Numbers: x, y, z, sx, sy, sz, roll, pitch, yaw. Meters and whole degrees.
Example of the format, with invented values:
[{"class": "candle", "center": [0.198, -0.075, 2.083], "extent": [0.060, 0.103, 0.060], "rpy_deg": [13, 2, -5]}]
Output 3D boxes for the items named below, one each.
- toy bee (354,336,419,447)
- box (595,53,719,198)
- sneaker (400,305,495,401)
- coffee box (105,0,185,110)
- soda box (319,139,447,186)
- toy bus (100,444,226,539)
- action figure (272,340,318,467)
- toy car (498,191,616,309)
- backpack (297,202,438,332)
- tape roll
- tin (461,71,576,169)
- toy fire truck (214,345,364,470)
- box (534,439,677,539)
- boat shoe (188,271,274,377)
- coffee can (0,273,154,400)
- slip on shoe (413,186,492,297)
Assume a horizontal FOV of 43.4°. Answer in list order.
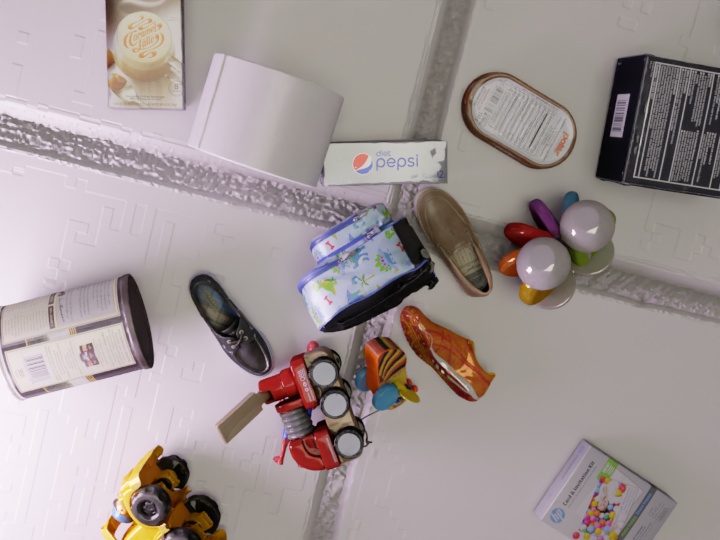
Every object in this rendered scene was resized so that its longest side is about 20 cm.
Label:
[{"class": "toy bee", "center": [0.044, 0.179, 1.465], "extent": [0.108, 0.200, 0.131], "rpy_deg": [-18, 64, -31]}, {"class": "box", "center": [0.504, -0.226, 1.445], "extent": [0.196, 0.123, 0.202], "rpy_deg": [8, 99, -8]}, {"class": "sneaker", "center": [0.140, 0.126, 1.488], "extent": [0.200, 0.073, 0.077], "rpy_deg": [48, 68, -15]}, {"class": "coffee box", "center": [-0.317, -0.340, 1.340], "extent": [0.113, 0.080, 0.202], "rpy_deg": [-1, 99, -8]}, {"class": "soda box", "center": [0.035, -0.170, 1.421], "extent": [0.198, 0.063, 0.069], "rpy_deg": [-3, 100, -7]}, {"class": "toy bus", "center": [-0.339, 0.409, 1.436], "extent": [0.191, 0.136, 0.201], "rpy_deg": [-30, 99, 14]}, {"class": "action figure", "center": [-0.096, 0.213, 1.469], "extent": [0.065, 0.052, 0.202], "rpy_deg": [13, 92, -15]}, {"class": "toy car", "center": [0.308, -0.045, 1.445], "extent": [0.200, 0.175, 0.150], "rpy_deg": [-40, 65, 0]}, {"class": "backpack", "center": [0.000, 0.000, 1.388], "extent": [0.199, 0.183, 0.148], "rpy_deg": [-32, 78, 2]}, {"class": "tape roll", "center": [-0.138, -0.217, 1.321], "extent": [0.201, 0.203, 0.140], "rpy_deg": [17, 97, -10]}, {"class": "tin", "center": [0.256, -0.239, 1.455], "extent": [0.199, 0.042, 0.113], "rpy_deg": [28, 98, -11]}, {"class": "toy fire truck", "center": [-0.107, 0.232, 1.394], "extent": [0.198, 0.129, 0.178], "rpy_deg": [-19, 95, 3]}, {"class": "box", "center": [0.426, 0.411, 1.573], "extent": [0.199, 0.041, 0.157], "rpy_deg": [34, 92, -10]}, {"class": "boat shoe", "center": [-0.206, 0.092, 1.431], "extent": [0.068, 0.057, 0.201], "rpy_deg": [-36, 101, -1]}, {"class": "coffee can", "center": [-0.426, 0.099, 1.357], "extent": [0.198, 0.146, 0.148], "rpy_deg": [-14, 100, -5]}, {"class": "slip on shoe", "center": [0.153, -0.044, 1.457], "extent": [0.076, 0.061, 0.201], "rpy_deg": [-27, 101, -3]}]
